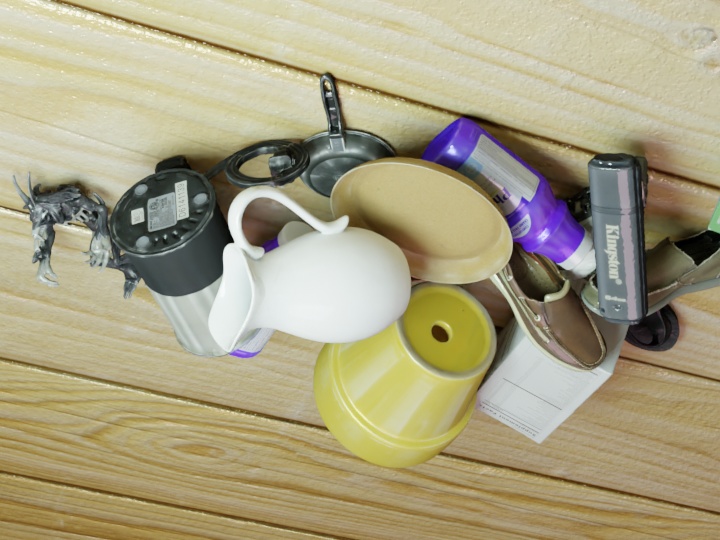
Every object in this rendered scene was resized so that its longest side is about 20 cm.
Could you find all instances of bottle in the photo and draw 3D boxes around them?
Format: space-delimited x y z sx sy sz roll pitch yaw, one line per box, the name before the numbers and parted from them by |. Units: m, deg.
bottle | -0.111 0.021 1.631 0.065 0.084 0.200 16 136 -21
bottle | 0.158 -0.075 1.453 0.200 0.065 0.084 37 138 -15

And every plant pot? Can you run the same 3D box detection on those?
plant pot | 0.066 -0.056 1.447 0.200 0.028 0.200 15 147 10
plant pot | 0.065 0.110 1.646 0.200 0.201 0.189 14 147 -15

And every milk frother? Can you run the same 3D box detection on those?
milk frother | -0.136 -0.032 1.487 0.199 0.181 0.188 -2 143 18

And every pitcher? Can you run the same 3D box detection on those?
pitcher | -0.049 -0.006 1.424 0.200 0.121 0.172 -4 112 -28

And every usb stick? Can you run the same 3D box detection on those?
usb stick | 0.272 -0.032 1.446 0.055 0.033 0.200 3 122 21

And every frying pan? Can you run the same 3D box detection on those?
frying pan | -0.008 -0.131 1.467 0.115 0.031 0.190 9 148 -12

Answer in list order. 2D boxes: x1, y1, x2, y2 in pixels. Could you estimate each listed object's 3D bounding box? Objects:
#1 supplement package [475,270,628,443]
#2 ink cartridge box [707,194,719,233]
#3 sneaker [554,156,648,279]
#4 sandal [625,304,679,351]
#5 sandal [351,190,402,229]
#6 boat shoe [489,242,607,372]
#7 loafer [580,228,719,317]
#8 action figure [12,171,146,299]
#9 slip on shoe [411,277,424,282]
supplement package | 0.230 0.106 1.687 0.114 0.110 0.200 29 143 -3
ink cartridge box | 0.476 -0.076 1.394 0.200 0.088 0.145 23 147 11
sneaker | 0.252 -0.058 1.508 0.079 0.074 0.200 19 143 -13
sandal | 0.343 0.054 1.680 0.075 0.048 0.201 -9 143 18
sandal | 0.078 -0.055 1.527 0.202 0.050 0.082 19 141 -37
boat shoe | 0.208 0.034 1.532 0.202 0.075 0.075 47 163 -8
loafer | 0.338 -0.006 1.548 0.200 0.075 0.070 -20 132 -17
action figure | -0.317 -0.034 1.572 0.119 0.102 0.200 -14 145 43
slip on shoe | 0.000 0.000 1.556 0.200 0.061 0.074 -12 143 -24
